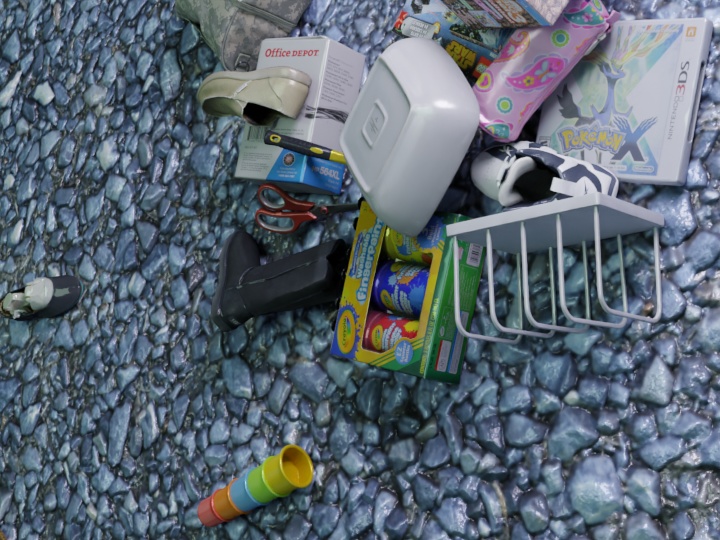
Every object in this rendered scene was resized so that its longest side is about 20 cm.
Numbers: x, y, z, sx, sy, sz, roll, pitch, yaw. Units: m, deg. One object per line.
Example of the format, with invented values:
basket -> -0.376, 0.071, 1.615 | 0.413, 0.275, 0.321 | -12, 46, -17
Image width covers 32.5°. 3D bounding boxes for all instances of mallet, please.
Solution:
mallet -> -0.028, -0.158, 1.620 | 0.198, 0.041, 0.066 | 24, 90, 8

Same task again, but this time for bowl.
bowl -> 0.045, -0.168, 1.476 | 0.201, 0.074, 0.201 | -61, 33, 29

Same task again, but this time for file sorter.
file sorter -> 0.215, 0.004, 1.349 | 0.199, 0.138, 0.126 | -12, 75, 41

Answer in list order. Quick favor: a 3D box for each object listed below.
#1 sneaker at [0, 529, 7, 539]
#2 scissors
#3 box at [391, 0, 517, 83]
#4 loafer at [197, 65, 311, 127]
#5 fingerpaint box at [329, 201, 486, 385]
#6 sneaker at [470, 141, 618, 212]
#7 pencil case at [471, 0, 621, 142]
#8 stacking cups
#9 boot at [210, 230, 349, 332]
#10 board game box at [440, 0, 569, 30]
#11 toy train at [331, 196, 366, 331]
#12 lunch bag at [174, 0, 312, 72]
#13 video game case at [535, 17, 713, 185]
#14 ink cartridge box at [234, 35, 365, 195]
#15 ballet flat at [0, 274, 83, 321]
sneaker -> -0.616, 0.509, 2.070 | 0.200, 0.074, 0.091 | 41, 117, 47
scissors -> -0.057, -0.077, 1.690 | 0.198, 0.014, 0.074 | 9, 119, 21
box -> 0.139, -0.323, 1.564 | 0.200, 0.040, 0.138 | 41, 107, 41
loafer -> -0.152, -0.230, 1.676 | 0.199, 0.075, 0.069 | -4, 71, 43
fingerpaint box -> 0.059, 0.025, 1.534 | 0.166, 0.073, 0.203 | 11, 88, 44
sneaker -> 0.176, -0.106, 1.388 | 0.198, 0.129, 0.080 | 27, 104, 42
pencil case -> 0.205, -0.241, 1.417 | 0.200, 0.087, 0.088 | -48, 52, 19
stacking cups -> -0.149, 0.304, 1.679 | 0.199, 0.060, 0.061 | -36, 58, 34
boot -> -0.105, -0.009, 1.700 | 0.198, 0.066, 0.166 | -21, 48, 33
board game box -> 0.180, -0.366, 1.394 | 0.160, 0.097, 0.200 | -55, 22, -4
toy train -> 0.000, 0.000, 1.617 | 0.034, 0.046, 0.203 | 10, 86, 36
lunch bag -> -0.184, -0.400, 1.818 | 0.168, 0.139, 0.200 | -54, 49, 19
video game case -> 0.292, -0.193, 1.400 | 0.199, 0.022, 0.185 | 8, 86, 44
ink cartridge box -> -0.084, -0.215, 1.718 | 0.145, 0.084, 0.203 | 9, 86, 45
ballet flat -> -0.559, 0.049, 2.119 | 0.199, 0.073, 0.074 | -15, 70, 40
